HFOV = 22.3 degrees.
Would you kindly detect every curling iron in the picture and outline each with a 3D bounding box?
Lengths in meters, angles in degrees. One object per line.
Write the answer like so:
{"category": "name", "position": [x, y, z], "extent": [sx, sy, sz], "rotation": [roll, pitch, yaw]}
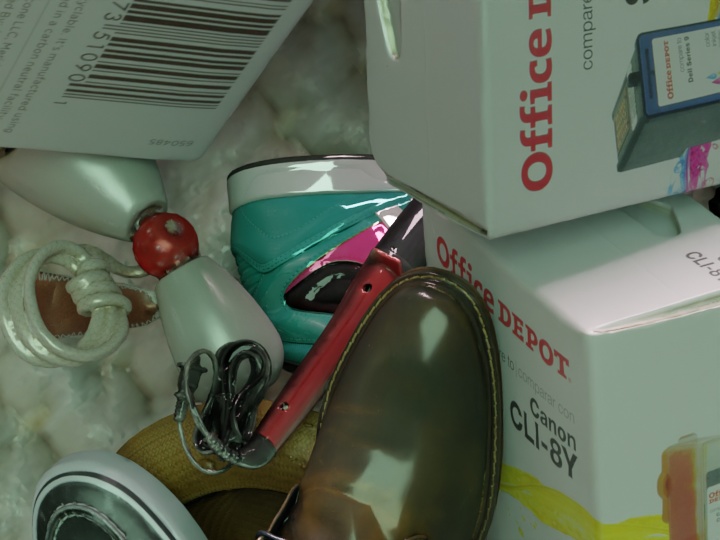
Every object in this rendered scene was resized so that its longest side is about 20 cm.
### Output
{"category": "curling iron", "position": [0.000, 0.000, 0.711], "extent": [0.050, 0.026, 0.200], "rotation": [46, 69, -5]}

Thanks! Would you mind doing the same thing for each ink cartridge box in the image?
{"category": "ink cartridge box", "position": [0.106, -0.107, 0.644], "extent": [0.199, 0.087, 0.146], "rotation": [-12, 113, -23]}
{"category": "ink cartridge box", "position": [0.091, 0.073, 0.692], "extent": [0.083, 0.145, 0.201], "rotation": [-13, 116, -17]}

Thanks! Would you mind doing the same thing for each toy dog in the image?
{"category": "toy dog", "position": [-0.117, -0.020, 0.766], "extent": [0.131, 0.096, 0.201], "rotation": [1, 57, -34]}

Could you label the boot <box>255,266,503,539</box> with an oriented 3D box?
{"category": "boot", "position": [-0.002, 0.101, 0.637], "extent": [0.074, 0.097, 0.201], "rotation": [18, 107, 14]}

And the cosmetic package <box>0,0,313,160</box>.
{"category": "cosmetic package", "position": [-0.119, -0.172, 0.692], "extent": [0.164, 0.165, 0.201], "rotation": [2, 57, -32]}

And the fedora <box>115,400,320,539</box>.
{"category": "fedora", "position": [-0.021, 0.140, 0.749], "extent": [0.200, 0.082, 0.202], "rotation": [3, 101, 18]}

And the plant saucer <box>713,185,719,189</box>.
{"category": "plant saucer", "position": [0.241, -0.096, 0.809], "extent": [0.200, 0.039, 0.202], "rotation": [0, 85, -1]}

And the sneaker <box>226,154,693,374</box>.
{"category": "sneaker", "position": [0.042, 0.013, 0.772], "extent": [0.199, 0.084, 0.121], "rotation": [-2, 80, 7]}

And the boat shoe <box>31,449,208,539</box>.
{"category": "boat shoe", "position": [-0.084, 0.169, 0.692], "extent": [0.073, 0.068, 0.200], "rotation": [-12, 97, 19]}

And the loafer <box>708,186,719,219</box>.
{"category": "loafer", "position": [0.181, -0.006, 0.719], "extent": [0.070, 0.200, 0.068], "rotation": [-22, 76, 13]}
